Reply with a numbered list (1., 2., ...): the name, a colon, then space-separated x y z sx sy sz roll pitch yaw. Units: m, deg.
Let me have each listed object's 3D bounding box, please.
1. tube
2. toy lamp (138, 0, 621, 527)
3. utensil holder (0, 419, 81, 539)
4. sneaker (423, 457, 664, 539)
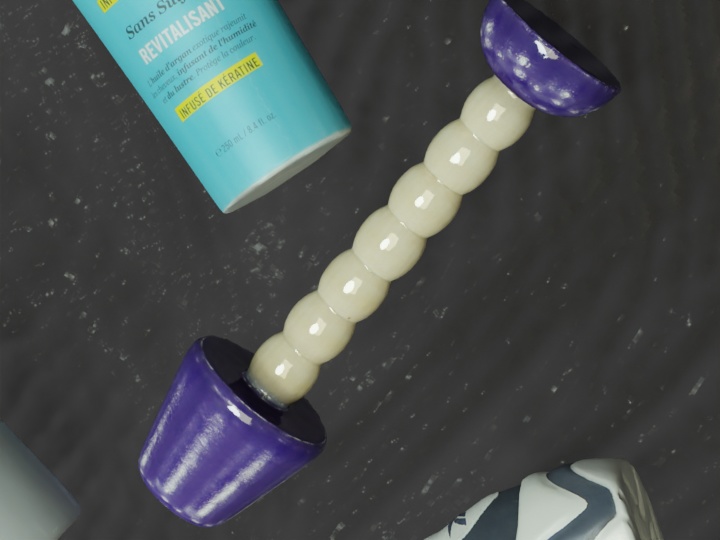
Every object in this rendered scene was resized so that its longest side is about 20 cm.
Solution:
1. tube: -0.077 -0.115 0.937 0.077 0.050 0.200 -34 87 7
2. toy lamp: 0.000 0.000 0.934 0.058 0.058 0.200 39 102 2
3. utensil holder: -0.215 0.065 0.929 0.200 0.170 0.170 45 104 -1
4. sneaker: 0.054 0.171 0.943 0.129 0.079 0.200 -17 96 14
